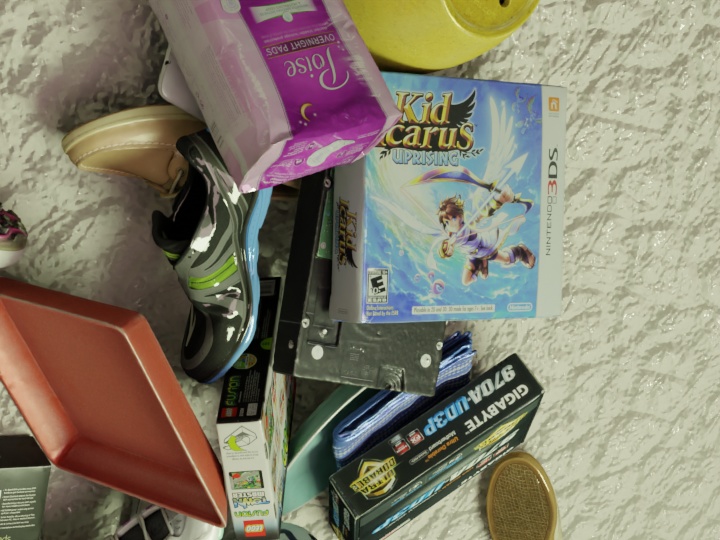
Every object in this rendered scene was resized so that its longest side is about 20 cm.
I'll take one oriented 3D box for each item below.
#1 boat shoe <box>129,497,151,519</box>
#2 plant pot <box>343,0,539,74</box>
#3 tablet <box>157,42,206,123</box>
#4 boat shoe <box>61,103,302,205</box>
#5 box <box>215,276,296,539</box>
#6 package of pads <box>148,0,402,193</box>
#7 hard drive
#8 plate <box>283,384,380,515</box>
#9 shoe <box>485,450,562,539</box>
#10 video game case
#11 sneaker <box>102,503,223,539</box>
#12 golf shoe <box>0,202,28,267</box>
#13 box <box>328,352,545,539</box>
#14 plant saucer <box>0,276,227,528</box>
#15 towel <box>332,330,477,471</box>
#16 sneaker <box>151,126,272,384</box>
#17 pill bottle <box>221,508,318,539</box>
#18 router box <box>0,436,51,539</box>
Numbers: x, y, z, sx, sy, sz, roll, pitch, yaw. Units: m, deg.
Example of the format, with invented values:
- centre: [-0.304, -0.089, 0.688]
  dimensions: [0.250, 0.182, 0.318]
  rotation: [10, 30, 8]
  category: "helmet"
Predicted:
- centre: [-0.158, 0.240, 1.297]
  dimensions: [0.070, 0.070, 0.202]
  rotation: [0, 113, -32]
  category: "boat shoe"
- centre: [0.056, -0.229, 1.128]
  dimensions: [0.199, 0.142, 0.202]
  rotation: [-13, 113, -32]
  category: "plant pot"
- centre: [-0.059, -0.147, 1.160]
  dimensions: [0.199, 0.014, 0.131]
  rotation: [27, 67, -38]
  category: "tablet"
- centre: [-0.122, -0.081, 1.144]
  dimensions: [0.198, 0.071, 0.065]
  rotation: [-3, 76, -32]
  category: "boat shoe"
- centre: [-0.078, 0.103, 1.201]
  dimensions: [0.034, 0.201, 0.111]
  rotation: [-4, 120, 4]
  category: "box"
- centre: [-0.069, -0.162, 1.061]
  dimensions: [0.120, 0.201, 0.076]
  rotation: [-18, 166, -34]
  category: "package of pads"
- centre: [0.010, -0.012, 1.183]
  dimensions: [0.139, 0.038, 0.202]
  rotation: [10, 88, -36]
  category: "hard drive"
- centre: [-0.013, 0.130, 1.309]
  dimensions: [0.200, 0.026, 0.200]
  rotation: [-40, 162, -15]
  category: "plate"
- centre: [0.163, 0.255, 1.520]
  dimensions: [0.069, 0.054, 0.202]
  rotation: [-7, 118, 9]
  category: "shoe"
- centre: [0.070, -0.054, 1.173]
  dimensions: [0.199, 0.045, 0.183]
  rotation: [-1, 93, -36]
  category: "video game case"
- centre: [-0.198, 0.232, 1.199]
  dimensions: [0.139, 0.078, 0.201]
  rotation: [11, 118, -36]
  category: "sneaker"
- centre: [-0.332, -0.012, 1.068]
  dimensions: [0.198, 0.073, 0.093]
  rotation: [1, 119, -21]
  category: "golf shoe"
- centre: [0.063, 0.166, 1.360]
  dimensions: [0.199, 0.046, 0.159]
  rotation: [-32, 162, -14]
  category: "box"
- centre: [-0.192, 0.087, 1.135]
  dimensions: [0.037, 0.199, 0.201]
  rotation: [-48, 132, -32]
  category: "plant saucer"
- centre: [0.040, 0.128, 1.325]
  dimensions: [0.144, 0.024, 0.200]
  rotation: [-36, 161, -11]
  category: "towel"
- centre: [-0.114, -0.013, 1.115]
  dimensions: [0.082, 0.071, 0.201]
  rotation: [-7, 119, -28]
  category: "sneaker"
- centre: [-0.061, 0.282, 1.294]
  dimensions: [0.110, 0.200, 0.112]
  rotation: [-14, 120, -25]
  category: "pill bottle"
- centre: [-0.346, 0.210, 1.178]
  dimensions: [0.198, 0.052, 0.159]
  rotation: [2, 112, -32]
  category: "router box"
